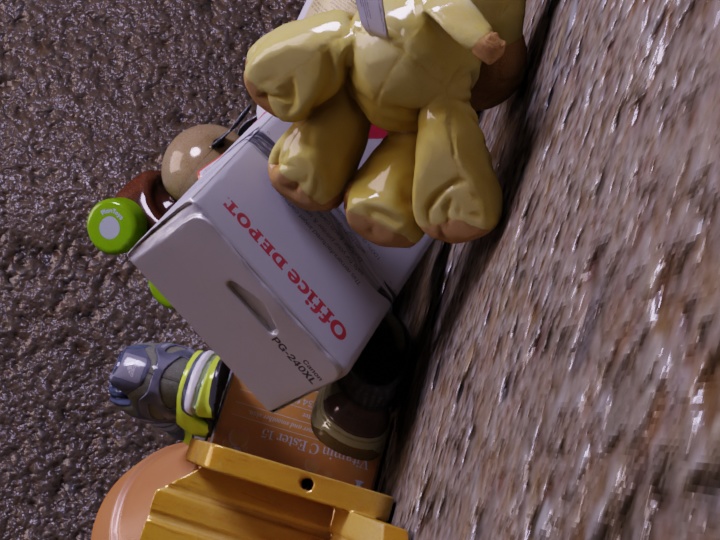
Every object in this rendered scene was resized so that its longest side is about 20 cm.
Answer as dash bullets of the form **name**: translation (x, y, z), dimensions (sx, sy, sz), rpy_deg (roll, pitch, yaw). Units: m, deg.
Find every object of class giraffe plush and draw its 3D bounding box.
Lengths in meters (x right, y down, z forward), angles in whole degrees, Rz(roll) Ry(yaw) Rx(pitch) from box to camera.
- **giraffe plush**: translation (0.041, -0.133, 0.715), dimensions (0.162, 0.172, 0.200), rpy_deg (-48, -26, -44)

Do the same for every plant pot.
- **plant pot**: translation (-0.111, 0.222, 1.009), dimensions (0.140, 0.200, 0.200), rpy_deg (-46, 23, 45)

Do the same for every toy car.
- **toy car**: translation (-0.144, -0.081, 1.188), dimensions (0.200, 0.158, 0.164), rpy_deg (-52, -7, 15)

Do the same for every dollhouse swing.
- **dollhouse swing**: translation (-0.073, 0.214, 0.713), dimensions (0.176, 0.181, 0.200), rpy_deg (71, -145, -79)

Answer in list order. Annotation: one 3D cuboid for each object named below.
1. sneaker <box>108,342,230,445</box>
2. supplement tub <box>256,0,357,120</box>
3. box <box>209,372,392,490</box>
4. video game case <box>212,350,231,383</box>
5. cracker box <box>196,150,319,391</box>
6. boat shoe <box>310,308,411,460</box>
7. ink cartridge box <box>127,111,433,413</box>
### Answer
- **sneaker**: translation (-0.142, 0.084, 0.879), dimensions (0.200, 0.081, 0.074), rpy_deg (126, 162, -73)
- **supplement tub**: translation (0.006, -0.148, 0.940), dimensions (0.200, 0.144, 0.145), rpy_deg (-61, 9, 22)
- **box**: translation (-0.067, 0.189, 0.879), dimensions (0.097, 0.124, 0.200), rpy_deg (122, 164, -72)
- **video game case**: translation (-0.088, 0.108, 1.115), dimensions (0.200, 0.018, 0.143), rpy_deg (58, 150, 30)
- **cracker box**: translation (-0.059, 0.006, 0.987), dimensions (0.058, 0.134, 0.200), rpy_deg (-31, 53, 22)
- **boat shoe**: translation (0.007, 0.057, 0.865), dimensions (0.066, 0.072, 0.201), rpy_deg (-60, 10, 26)
- **ink cartridge box**: translation (-0.041, -0.026, 0.803), dimensions (0.083, 0.145, 0.200), rpy_deg (-31, 16, 40)
